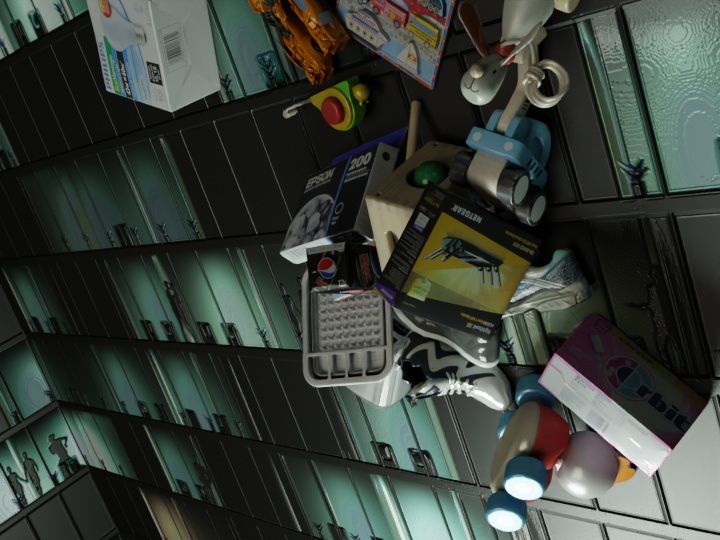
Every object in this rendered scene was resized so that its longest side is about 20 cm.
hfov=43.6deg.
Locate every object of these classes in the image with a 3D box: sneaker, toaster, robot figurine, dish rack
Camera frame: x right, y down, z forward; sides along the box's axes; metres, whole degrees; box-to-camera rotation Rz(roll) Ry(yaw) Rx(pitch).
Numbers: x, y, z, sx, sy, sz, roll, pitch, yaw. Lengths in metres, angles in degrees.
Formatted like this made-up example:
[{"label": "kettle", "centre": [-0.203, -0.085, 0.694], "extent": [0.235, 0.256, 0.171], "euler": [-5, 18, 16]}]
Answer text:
[{"label": "sneaker", "centre": [0.232, 0.014, 1.274], "extent": [0.198, 0.077, 0.088], "euler": [-13, 94, 44]}, {"label": "sneaker", "centre": [0.138, 0.179, 1.419], "extent": [0.199, 0.130, 0.080], "euler": [42, 140, 5]}, {"label": "toaster", "centre": [0.025, 0.141, 1.547], "extent": [0.199, 0.113, 0.131], "euler": [35, 135, 29]}, {"label": "robot figurine", "centre": [-0.101, -0.388, 1.358], "extent": [0.201, 0.058, 0.145], "euler": [51, 148, 9]}, {"label": "dish rack", "centre": [-0.016, 0.084, 1.469], "extent": [0.169, 0.043, 0.205], "euler": [-9, 78, 30]}, {"label": "sneaker", "centre": [0.139, 0.061, 1.403], "extent": [0.198, 0.070, 0.101], "euler": [30, 133, 24]}]

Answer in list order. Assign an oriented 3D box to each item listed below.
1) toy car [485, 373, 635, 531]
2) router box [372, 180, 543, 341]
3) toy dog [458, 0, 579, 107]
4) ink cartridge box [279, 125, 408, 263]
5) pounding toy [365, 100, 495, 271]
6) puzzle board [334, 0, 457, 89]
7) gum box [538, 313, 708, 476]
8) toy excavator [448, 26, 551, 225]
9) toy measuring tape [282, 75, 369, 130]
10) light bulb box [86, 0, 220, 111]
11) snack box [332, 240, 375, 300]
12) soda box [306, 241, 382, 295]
[{"label": "toy car", "centre": [0.303, 0.290, 1.334], "extent": [0.196, 0.186, 0.179], "euler": [18, 134, 2]}, {"label": "router box", "centre": [0.131, -0.008, 1.182], "extent": [0.052, 0.198, 0.159], "euler": [38, 104, 48]}, {"label": "toy dog", "centre": [0.179, -0.293, 1.019], "extent": [0.129, 0.204, 0.096], "euler": [7, 163, 22]}, {"label": "ink cartridge box", "centre": [-0.027, -0.121, 1.364], "extent": [0.043, 0.203, 0.197], "euler": [32, 152, -28]}, {"label": "pounding toy", "centre": [0.093, -0.099, 1.267], "extent": [0.141, 0.184, 0.203], "euler": [19, 137, 38]}, {"label": "puzzle board", "centre": [0.042, -0.363, 1.255], "extent": [0.199, 0.017, 0.152], "euler": [39, 139, 24]}, {"label": "gum box", "centre": [0.344, 0.158, 1.199], "extent": [0.199, 0.113, 0.067], "euler": [41, 139, 20]}, {"label": "toy excavator", "centre": [0.195, -0.187, 1.147], "extent": [0.099, 0.203, 0.194], "euler": [23, 174, 35]}, {"label": "toy measuring tape", "centre": [-0.048, -0.244, 1.397], "extent": [0.198, 0.073, 0.075], "euler": [-11, 107, 51]}, {"label": "light bulb box", "centre": [-0.366, -0.411, 1.588], "extent": [0.198, 0.124, 0.202], "euler": [21, 130, 36]}, {"label": "snack box", "centre": [0.034, -0.018, 1.413], "extent": [0.197, 0.024, 0.073], "euler": [-22, 83, 26]}, {"label": "soda box", "centre": [0.000, 0.000, 1.303], "extent": [0.069, 0.199, 0.065], "euler": [-8, 84, 26]}]
